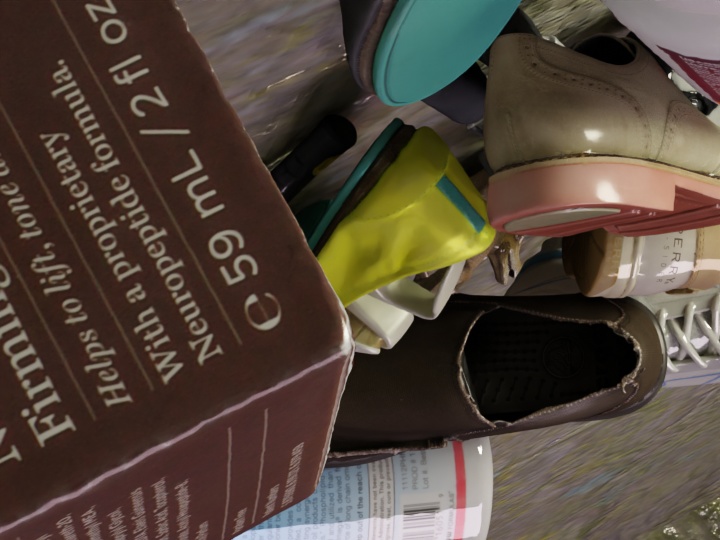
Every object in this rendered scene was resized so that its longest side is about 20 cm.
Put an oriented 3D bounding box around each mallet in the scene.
[{"bbox_3d":[-0.078,0.005,1.003,0.066,0.041,0.200,-18,158,-52],"label":"mallet"}]

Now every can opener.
[{"bbox_3d":[0.056,-0.066,0.946,0.053,0.067,0.200,-33,166,12],"label":"can opener"}]

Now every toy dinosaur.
[{"bbox_3d":[0.048,-0.024,1.148,0.101,0.058,0.200,-43,171,-11],"label":"toy dinosaur"}]

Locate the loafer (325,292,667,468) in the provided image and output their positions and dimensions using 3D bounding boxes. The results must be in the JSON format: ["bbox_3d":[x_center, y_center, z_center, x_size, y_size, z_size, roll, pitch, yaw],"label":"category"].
[{"bbox_3d":[0.034,0.039,1.059,0.199,0.074,0.071,-10,174,1],"label":"loafer"}]

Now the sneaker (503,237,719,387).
[{"bbox_3d":[0.142,0.029,1.131,0.199,0.075,0.087,-3,-161,37],"label":"sneaker"}]

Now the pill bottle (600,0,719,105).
[{"bbox_3d":[0.131,-0.119,0.814,0.114,0.115,0.200,-32,167,12],"label":"pill bottle"}]

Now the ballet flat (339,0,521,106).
[{"bbox_3d":[0.025,-0.117,0.701,0.073,0.073,0.200,-25,166,-19],"label":"ballet flat"}]

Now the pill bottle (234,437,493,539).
[{"bbox_3d":[-0.047,0.093,1.139,0.199,0.109,0.109,-4,159,-15],"label":"pill bottle"}]

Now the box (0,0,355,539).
[{"bbox_3d":[-0.127,0.016,0.655,0.199,0.167,0.164,-27,167,-12],"label":"box"}]

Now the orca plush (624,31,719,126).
[{"bbox_3d":[0.181,-0.111,1.040,0.199,0.105,0.071,-11,125,-23],"label":"orca plush"}]

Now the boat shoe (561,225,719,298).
[{"bbox_3d":[0.129,-0.025,1.098,0.069,0.074,0.200,7,-165,0],"label":"boat shoe"}]

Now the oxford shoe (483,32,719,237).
[{"bbox_3d":[0.110,-0.053,0.925,0.070,0.074,0.200,-12,174,29],"label":"oxford shoe"}]

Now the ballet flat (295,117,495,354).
[{"bbox_3d":[0.000,0.000,0.997,0.067,0.067,0.200,-56,-173,-25],"label":"ballet flat"}]
